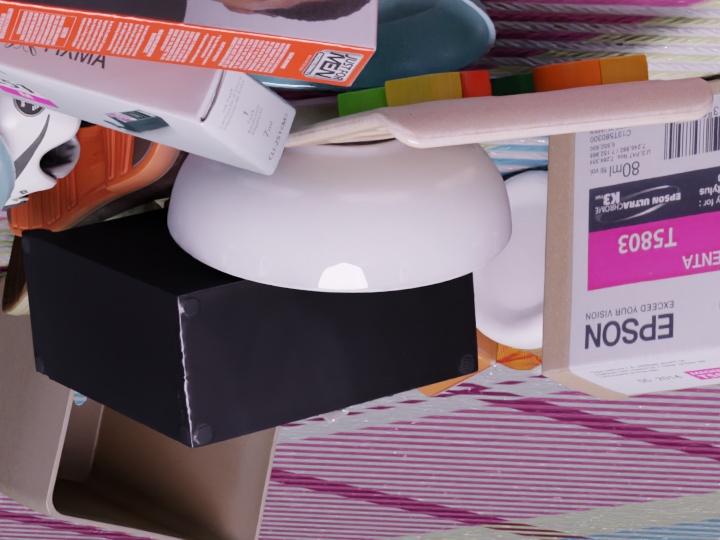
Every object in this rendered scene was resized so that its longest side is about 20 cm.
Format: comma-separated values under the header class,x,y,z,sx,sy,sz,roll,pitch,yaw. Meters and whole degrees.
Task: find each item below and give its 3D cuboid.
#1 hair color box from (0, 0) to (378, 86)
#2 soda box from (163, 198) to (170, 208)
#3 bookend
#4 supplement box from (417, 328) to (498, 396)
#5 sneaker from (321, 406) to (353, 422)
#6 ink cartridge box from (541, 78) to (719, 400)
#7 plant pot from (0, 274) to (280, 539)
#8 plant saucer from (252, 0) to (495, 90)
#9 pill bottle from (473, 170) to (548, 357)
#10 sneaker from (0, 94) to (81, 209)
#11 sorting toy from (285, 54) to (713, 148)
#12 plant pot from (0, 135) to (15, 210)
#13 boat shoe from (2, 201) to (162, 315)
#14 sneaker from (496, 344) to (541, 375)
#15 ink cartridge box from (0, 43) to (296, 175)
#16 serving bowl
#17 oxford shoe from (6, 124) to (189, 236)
class,x,y,z,sx,sy,sz,roll,pitch,yaw
hair color box,-0.092,-0.153,1.372,0.199,0.102,0.061,6,164,-13
soda box,-0.033,-0.007,1.956,0.199,0.070,0.063,9,163,-20
bookend,-0.069,0.018,1.738,0.198,0.092,0.200,-14,-161,-31
supplement box,0.000,0.000,1.864,0.200,0.067,0.069,32,138,-29
sneaker,-0.071,0.030,1.862,0.200,0.087,0.075,25,128,-29
ink cartridge box,0.203,-0.021,1.671,0.200,0.165,0.075,-10,160,40
plant pot,-0.189,0.091,2.157,0.200,0.200,0.177,18,170,-43
plant saucer,-0.028,-0.142,1.523,0.199,0.036,0.200,2,165,1
pill bottle,0.166,0.013,1.901,0.114,0.115,0.200,-10,160,41
sneaker,-0.220,-0.066,1.774,0.088,0.074,0.200,10,164,-17
sorting toy,0.067,-0.092,1.569,0.185,0.037,0.200,-7,-175,-20
plant pot,-0.316,-0.037,1.662,0.200,0.134,0.200,18,151,11
boat shoe,-0.195,-0.010,1.978,0.063,0.074,0.200,12,162,-20
sneaker,0.122,0.033,2.078,0.077,0.073,0.200,17,159,-12
ink cartridge box,-0.155,-0.117,1.519,0.200,0.044,0.174,18,173,27
serving bowl,-0.010,-0.055,1.674,0.199,0.066,0.200,2,-157,-1
oxford shoe,-0.152,-0.057,1.805,0.073,0.072,0.200,9,165,-37
